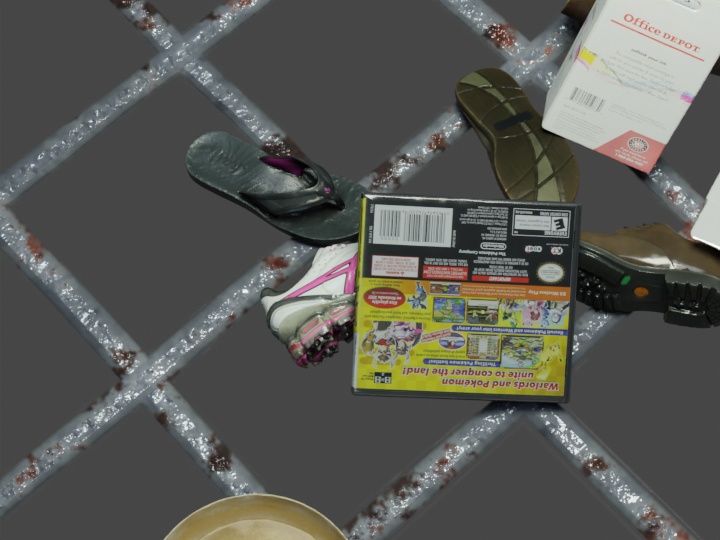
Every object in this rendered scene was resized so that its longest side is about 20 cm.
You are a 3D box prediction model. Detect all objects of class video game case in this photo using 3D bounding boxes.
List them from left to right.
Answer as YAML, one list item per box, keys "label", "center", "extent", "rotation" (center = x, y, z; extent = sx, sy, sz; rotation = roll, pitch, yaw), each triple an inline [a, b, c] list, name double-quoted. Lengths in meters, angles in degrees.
- label: "video game case"
  center: [0.094, 0.025, 1.614]
  extent: [0.199, 0.026, 0.182]
  rotation: [3, 95, -6]

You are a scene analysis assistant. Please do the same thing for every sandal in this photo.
- label: "sandal"
  center: [-0.079, -0.082, 1.721]
  extent: [0.200, 0.048, 0.076]
  rotation: [21, 68, 13]
- label: "sandal"
  center: [0.148, -0.114, 1.726]
  extent: [0.081, 0.055, 0.200]
  rotation: [-21, 51, -13]

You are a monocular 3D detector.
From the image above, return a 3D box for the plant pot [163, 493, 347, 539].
- label: "plant pot"
  center: [-0.093, 0.294, 1.559]
  extent: [0.199, 0.028, 0.201]
  rotation: [-1, 65, 2]

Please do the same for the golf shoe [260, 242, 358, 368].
- label: "golf shoe"
  center: [0.000, 0.000, 1.666]
  extent: [0.200, 0.073, 0.092]
  rotation: [-33, 66, -11]

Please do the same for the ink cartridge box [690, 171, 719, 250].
- label: "ink cartridge box"
  center: [0.391, -0.069, 1.672]
  extent: [0.117, 0.067, 0.200]
  rotation: [27, 64, 14]

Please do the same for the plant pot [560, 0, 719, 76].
- label: "plant pot"
  center: [0.327, -0.273, 1.731]
  extent: [0.200, 0.187, 0.187]
  rotation: [34, 70, 2]

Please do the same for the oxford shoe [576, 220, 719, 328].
- label: "oxford shoe"
  center: [0.249, -0.008, 1.667]
  extent: [0.199, 0.073, 0.085]
  rotation: [16, 49, 9]

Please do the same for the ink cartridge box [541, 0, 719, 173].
- label: "ink cartridge box"
  center: [0.261, -0.202, 1.661]
  extent: [0.116, 0.200, 0.068]
  rotation: [23, 39, -4]
